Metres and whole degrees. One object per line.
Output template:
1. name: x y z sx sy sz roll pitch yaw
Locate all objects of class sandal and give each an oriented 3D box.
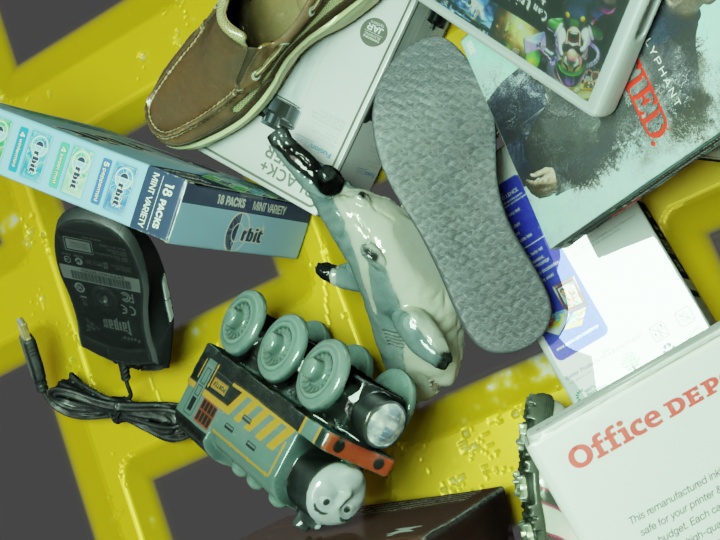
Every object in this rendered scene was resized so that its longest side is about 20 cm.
1. sandal: 0.059 -0.044 0.815 0.076 0.043 0.201 -17 90 5

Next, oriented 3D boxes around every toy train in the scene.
1. toy train: -0.045 0.090 0.851 0.200 0.085 0.114 27 90 53

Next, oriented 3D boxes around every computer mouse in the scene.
1. computer mouse: -0.190 0.029 0.938 0.140 0.046 0.201 6 126 24

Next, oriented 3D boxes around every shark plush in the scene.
1. shark plush: 0.000 0.000 0.837 0.200 0.091 0.083 45 137 -17

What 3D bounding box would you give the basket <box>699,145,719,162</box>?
1. basket: 0.210 -0.163 0.749 0.180 0.136 0.201 6 96 0

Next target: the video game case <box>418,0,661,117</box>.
1. video game case: 0.091 -0.210 0.704 0.200 0.023 0.182 40 128 30

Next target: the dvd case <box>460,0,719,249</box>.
1. dvd case: 0.144 -0.119 0.710 0.200 0.022 0.146 -37 68 45

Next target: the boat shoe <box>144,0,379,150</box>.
1. boat shoe: -0.075 -0.156 0.844 0.202 0.075 0.075 -41 71 18

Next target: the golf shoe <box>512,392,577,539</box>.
1. golf shoe: 0.143 0.171 0.806 0.088 0.077 0.201 -10 85 3

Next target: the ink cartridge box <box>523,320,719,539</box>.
1. ink cartridge box: 0.200 0.143 0.726 0.144 0.084 0.200 -30 86 3

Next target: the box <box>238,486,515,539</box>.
1. box: 0.010 0.252 0.793 0.165 0.164 0.201 -12 87 23

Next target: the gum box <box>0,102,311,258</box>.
1. gum box: -0.158 -0.063 0.892 0.199 0.170 0.045 20 95 24

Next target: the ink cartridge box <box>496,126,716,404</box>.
1. ink cartridge box: 0.137 -0.014 0.825 0.099 0.039 0.200 -32 76 20

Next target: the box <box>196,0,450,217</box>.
1. box: -0.018 -0.146 0.892 0.116 0.060 0.201 31 101 24
